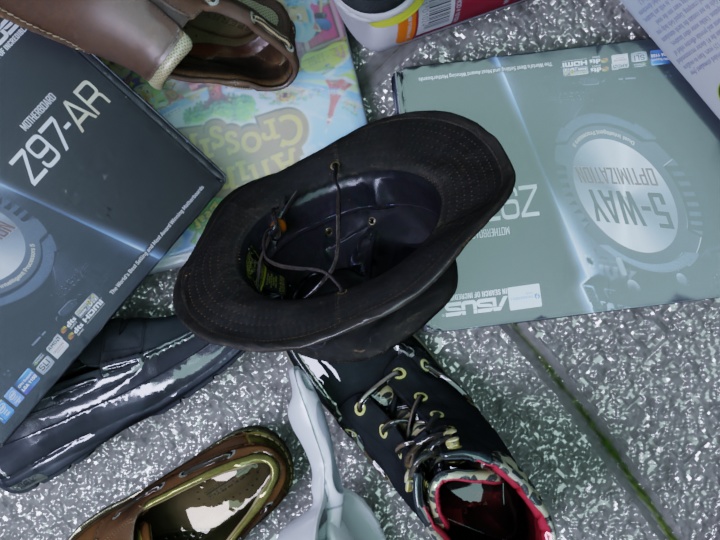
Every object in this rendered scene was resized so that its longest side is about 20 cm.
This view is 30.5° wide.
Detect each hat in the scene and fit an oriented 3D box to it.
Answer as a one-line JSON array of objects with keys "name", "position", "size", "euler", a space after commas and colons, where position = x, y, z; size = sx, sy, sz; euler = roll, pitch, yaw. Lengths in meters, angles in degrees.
[{"name": "hat", "position": [0.000, 0.000, 0.738], "size": [0.200, 0.201, 0.081], "euler": [-27, 122, -1]}]

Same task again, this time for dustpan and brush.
[{"name": "dustpan and brush", "position": [-0.017, 0.156, 0.761], "size": [0.057, 0.139, 0.201], "euler": [-25, 87, 22]}]

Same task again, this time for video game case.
[{"name": "video game case", "position": [-0.099, -0.099, 0.809], "size": [0.199, 0.022, 0.183], "euler": [-13, 92, -1]}]

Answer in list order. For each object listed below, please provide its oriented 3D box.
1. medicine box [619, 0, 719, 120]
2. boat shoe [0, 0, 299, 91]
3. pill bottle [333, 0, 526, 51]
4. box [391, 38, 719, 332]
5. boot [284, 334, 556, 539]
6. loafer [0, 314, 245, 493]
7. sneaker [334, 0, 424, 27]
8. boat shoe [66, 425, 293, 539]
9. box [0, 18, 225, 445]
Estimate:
[{"name": "medicine box", "position": [0.282, -0.157, 0.754], "size": [0.182, 0.103, 0.200], "euler": [-41, 91, -19]}, {"name": "boat shoe", "position": [-0.113, -0.137, 0.705], "size": [0.075, 0.202, 0.075], "euler": [-50, 53, 37]}, {"name": "pill bottle", "position": [0.078, -0.209, 0.762], "size": [0.199, 0.113, 0.113], "euler": [-21, 92, -10]}, {"name": "box", "position": [0.126, -0.053, 0.805], "size": [0.199, 0.044, 0.161], "euler": [-6, 90, -1]}, {"name": "boot", "position": [0.032, 0.089, 0.750], "size": [0.073, 0.154, 0.204], "euler": [-43, 91, -1]}, {"name": "loafer", "position": [-0.145, 0.058, 0.787], "size": [0.200, 0.068, 0.071], "euler": [-31, 99, 3]}, {"name": "sneaker", "position": [-0.024, -0.217, 0.649], "size": [0.074, 0.085, 0.201], "euler": [-31, 92, 9]}, {"name": "boat shoe", "position": [-0.127, 0.165, 0.790], "size": [0.200, 0.068, 0.072], "euler": [-43, 92, 0]}, {"name": "box", "position": [-0.198, -0.029, 0.732], "size": [0.160, 0.044, 0.200], "euler": [43, 73, -12]}]
